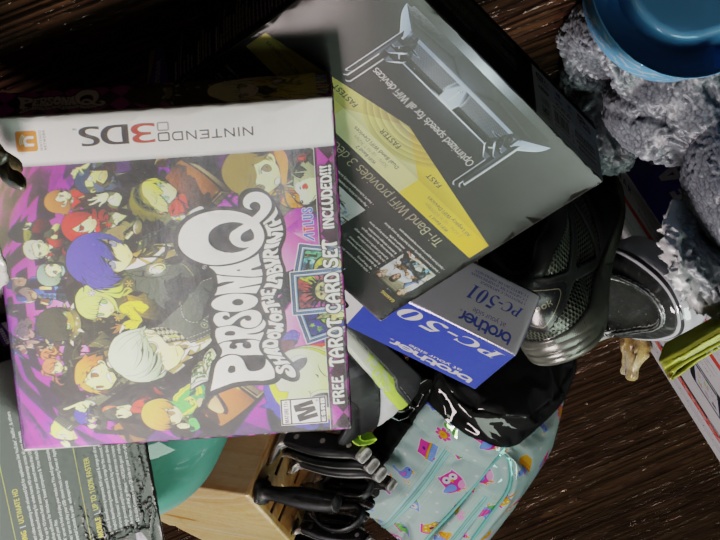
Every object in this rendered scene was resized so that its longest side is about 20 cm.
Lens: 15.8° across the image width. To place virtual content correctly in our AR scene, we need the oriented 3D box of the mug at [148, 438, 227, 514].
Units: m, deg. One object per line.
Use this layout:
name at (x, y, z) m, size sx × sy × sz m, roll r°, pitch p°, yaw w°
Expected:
mug at (-0.162, 0.067, 1.580) m, size 0.184 × 0.153 × 0.115 m, roll -14°, pitch 156°, yaw -22°

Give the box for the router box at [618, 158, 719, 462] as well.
router box at (0.227, 0.019, 1.737) m, size 0.049 × 0.200 × 0.180 m, roll -21°, pitch 136°, yaw -7°

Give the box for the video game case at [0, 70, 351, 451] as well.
video game case at (-0.098, -0.003, 1.363) m, size 0.180 × 0.036 × 0.201 m, roll -3°, pitch 118°, yaw -1°

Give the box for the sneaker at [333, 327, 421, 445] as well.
sneaker at (-0.041, 0.048, 1.655) m, size 0.083 × 0.072 × 0.200 m, roll -45°, pitch 121°, yaw 2°

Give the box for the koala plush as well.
koala plush at (0.220, -0.081, 1.551) m, size 0.177 × 0.201 × 0.184 m, roll -25°, pitch 160°, yaw 5°

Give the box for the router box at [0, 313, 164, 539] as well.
router box at (-0.193, 0.121, 1.471) m, size 0.149 × 0.051 × 0.201 m, roll -17°, pitch 125°, yaw -16°

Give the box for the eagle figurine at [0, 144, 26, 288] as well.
eagle figurine at (-0.266, -0.028, 1.264) m, size 0.199 × 0.152 × 0.151 m, roll -27°, pitch -179°, yaw -4°

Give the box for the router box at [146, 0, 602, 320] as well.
router box at (0.009, -0.082, 1.386) m, size 0.157 × 0.052 × 0.200 m, roll -32°, pitch 124°, yaw 23°

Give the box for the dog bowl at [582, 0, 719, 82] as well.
dog bowl at (0.214, -0.169, 1.466) m, size 0.199 × 0.112 × 0.050 m, roll -18°, pitch 174°, yaw -16°

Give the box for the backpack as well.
backpack at (0.067, 0.117, 1.831) m, size 0.167 × 0.126 × 0.200 m, roll -45°, pitch 169°, yaw -48°

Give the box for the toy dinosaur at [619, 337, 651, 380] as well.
toy dinosaur at (0.149, -0.018, 1.809) m, size 0.058 × 0.200 × 0.101 m, roll -39°, pitch -155°, yaw -12°

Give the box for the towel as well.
towel at (0.268, 0.008, 1.533) m, size 0.199 × 0.018 × 0.086 m, roll -29°, pitch 179°, yaw 11°

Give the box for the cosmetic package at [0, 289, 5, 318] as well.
cosmetic package at (-0.235, 0.008, 1.464) m, size 0.199 × 0.071 × 0.101 m, roll -24°, pitch 159°, yaw 3°

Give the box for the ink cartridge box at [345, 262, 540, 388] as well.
ink cartridge box at (0.000, 0.000, 1.543) m, size 0.199 × 0.044 × 0.094 m, roll 26°, pitch 161°, yaw -4°

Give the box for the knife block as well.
knife block at (-0.081, 0.134, 1.780) m, size 0.199 × 0.064 × 0.176 m, roll 27°, pitch 153°, yaw -7°

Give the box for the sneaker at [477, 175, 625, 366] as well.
sneaker at (0.113, -0.045, 1.628) m, size 0.076 × 0.200 × 0.114 m, roll -14°, pitch 126°, yaw 22°

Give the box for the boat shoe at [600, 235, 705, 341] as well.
boat shoe at (0.140, 0.015, 1.690) m, size 0.068 × 0.074 × 0.199 m, roll -31°, pitch -151°, yaw -27°
